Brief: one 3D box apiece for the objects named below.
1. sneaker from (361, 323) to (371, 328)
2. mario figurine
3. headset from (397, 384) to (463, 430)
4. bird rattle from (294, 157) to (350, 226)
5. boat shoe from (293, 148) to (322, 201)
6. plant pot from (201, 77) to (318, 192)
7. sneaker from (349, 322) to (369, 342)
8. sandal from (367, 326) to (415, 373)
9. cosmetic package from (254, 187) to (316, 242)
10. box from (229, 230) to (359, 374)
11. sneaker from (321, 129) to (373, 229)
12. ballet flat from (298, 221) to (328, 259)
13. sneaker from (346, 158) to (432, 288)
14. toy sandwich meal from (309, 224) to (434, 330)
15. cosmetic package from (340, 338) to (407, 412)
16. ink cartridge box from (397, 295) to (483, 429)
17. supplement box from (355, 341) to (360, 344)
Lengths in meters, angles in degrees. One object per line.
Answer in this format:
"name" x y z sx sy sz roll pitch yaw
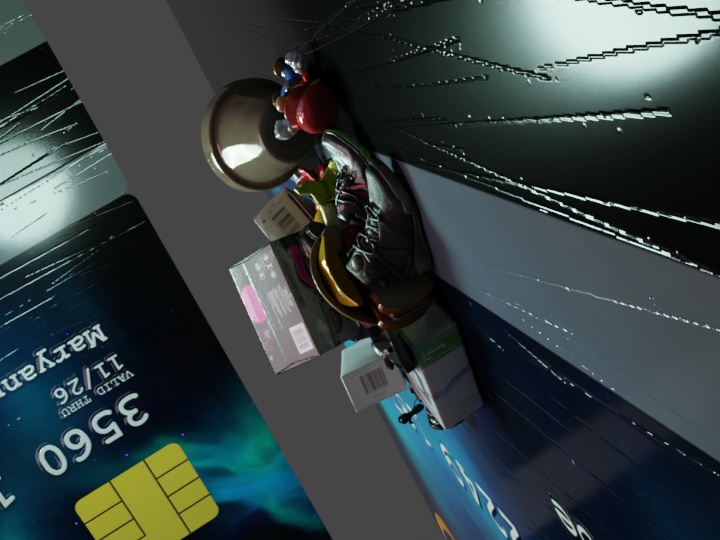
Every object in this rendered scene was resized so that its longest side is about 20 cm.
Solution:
"sneaker" 0.000 0.000 1.512 0.074 0.080 0.202 31 -147 -29
"mario figurine" -0.107 -0.265 1.349 0.124 0.105 0.200 54 179 -29
"headset" 0.131 0.255 1.709 0.125 0.093 0.200 59 161 8
"bird rattle" -0.062 -0.106 1.524 0.200 0.110 0.167 -176 70 -77
"boat shoe" -0.101 -0.190 1.698 0.202 0.070 0.064 59 172 -6
"plant pot" -0.159 -0.239 1.540 0.174 0.199 0.203 8 129 62
"sneaker" -0.012 0.030 1.618 0.076 0.110 0.204 10 114 55
"sandal" 0.041 0.129 1.406 0.077 0.042 0.200 61 171 -3
"cosmetic package" -0.111 -0.080 1.678 0.104 0.087 0.200 47 -173 10
"box" -0.110 0.050 1.509 0.131 0.114 0.203 -26 89 43
"sneaker" -0.006 -0.117 1.311 0.202 0.083 0.077 61 171 -2
"ballet flat" -0.023 0.000 1.422 0.200 0.066 0.057 46 138 18
"sneaker" 0.026 -0.054 1.241 0.076 0.113 0.202 48 163 46
"toy sandwich meal" 0.018 -0.001 1.354 0.207 0.203 0.071 57 141 20
"cosmetic package" 0.022 0.176 1.595 0.200 0.100 0.072 -91 -24 -81
"ink cartridge box" 0.113 0.135 1.441 0.146 0.087 0.202 50 168 49
"supplement box" 0.009 0.097 1.897 0.108 0.061 0.201 15 -144 -55
